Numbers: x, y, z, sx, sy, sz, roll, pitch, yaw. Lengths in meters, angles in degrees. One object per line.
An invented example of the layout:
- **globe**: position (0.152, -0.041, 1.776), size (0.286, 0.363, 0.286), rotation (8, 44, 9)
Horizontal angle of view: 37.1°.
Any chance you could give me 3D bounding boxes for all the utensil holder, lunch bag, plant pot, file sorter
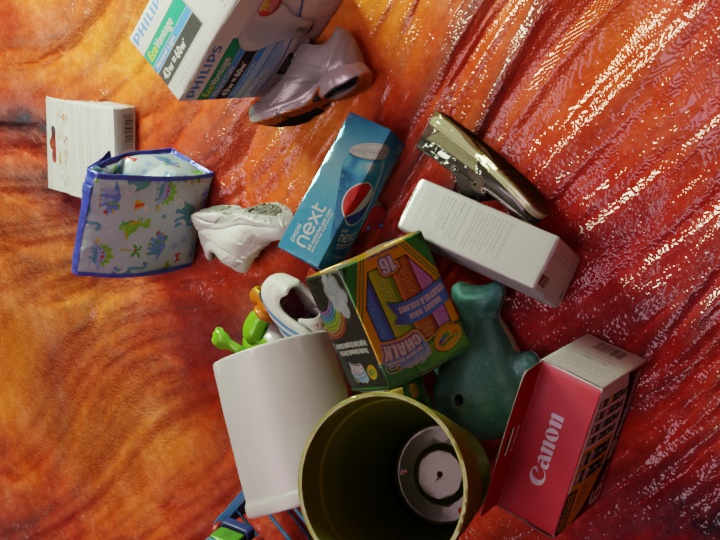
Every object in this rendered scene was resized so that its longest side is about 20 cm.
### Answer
- **utensil holder**: position (-0.089, 0.195, 1.369), size (0.170, 0.170, 0.201), rotation (-24, 79, 38)
- **lunch bag**: position (-0.339, -0.084, 1.605), size (0.127, 0.200, 0.171), rotation (29, 116, 29)
- **plant pot**: position (0.060, 0.242, 1.236), size (0.200, 0.193, 0.201), rotation (-3, 82, 25)
- **file sorter**: position (-0.088, 0.332, 1.547), size (0.123, 0.139, 0.200), rotation (48, 124, 14)

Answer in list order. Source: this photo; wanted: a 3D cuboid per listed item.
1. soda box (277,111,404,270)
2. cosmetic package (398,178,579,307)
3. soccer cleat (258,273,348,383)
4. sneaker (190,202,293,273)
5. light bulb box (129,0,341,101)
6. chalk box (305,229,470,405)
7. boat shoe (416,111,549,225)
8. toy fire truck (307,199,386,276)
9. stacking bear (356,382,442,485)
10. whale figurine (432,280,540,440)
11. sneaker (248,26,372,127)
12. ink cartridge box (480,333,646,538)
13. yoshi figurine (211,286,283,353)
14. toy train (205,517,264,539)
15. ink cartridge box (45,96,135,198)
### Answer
- **soda box**: position (-0.023, -0.098, 1.394), size (0.068, 0.064, 0.200), rotation (27, 88, 24)
- **cosmetic package**: position (0.155, -0.034, 1.296), size (0.200, 0.102, 0.074), rotation (25, 87, 29)
- **soccer cleat**: position (-0.067, 0.090, 1.472), size (0.086, 0.070, 0.200), rotation (4, 133, 57)
- **sneaker**: position (-0.162, -0.046, 1.568), size (0.200, 0.078, 0.100), rotation (4, 109, 46)
- **light bulb box**: position (-0.160, -0.338, 1.414), size (0.125, 0.200, 0.198), rotation (51, 125, 18)
- **chalk box**: position (0.041, 0.072, 1.299), size (0.201, 0.124, 0.125), rotation (66, 158, -4)
- **boat shoe**: position (0.147, -0.114, 1.309), size (0.200, 0.073, 0.065), rotation (48, 112, 31)
- **toy fire truck**: position (0.000, 0.000, 1.462), size (0.141, 0.049, 0.200), rotation (36, 118, 26)
- **stacking bear**: position (0.045, 0.169, 1.402), size (0.113, 0.121, 0.201), rotation (-15, 91, 7)
- **whale figurine**: position (0.145, 0.115, 1.342), size (0.159, 0.104, 0.201), rotation (0, 98, 37)
- **sneaker**: position (-0.075, -0.261, 1.456), size (0.200, 0.076, 0.092), rotation (-21, 80, 30)
- **ink cartridge box**: position (0.235, 0.196, 1.246), size (0.084, 0.175, 0.201), rotation (25, 114, 30)
- **yoshi figurine**: position (-0.158, 0.118, 1.564), size (0.112, 0.112, 0.201), rotation (26, 105, 6)
- **toy train**: position (-0.198, 0.461, 1.504), size (0.084, 0.116, 0.201), rotation (14, 112, 29)
- **ink cartridge box**: position (-0.444, -0.198, 1.765), size (0.200, 0.050, 0.163), rotation (16, 110, 43)
